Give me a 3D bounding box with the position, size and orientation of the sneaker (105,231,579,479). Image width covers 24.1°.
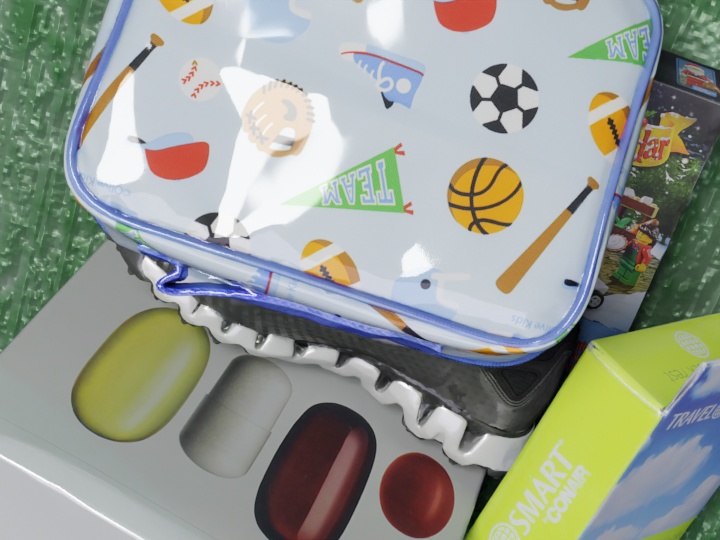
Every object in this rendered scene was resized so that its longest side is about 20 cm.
[{"bbox_3d":[0.000,0.000,0.662,0.199,0.067,0.091,29,117,-10],"label":"sneaker"}]

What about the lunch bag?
[{"bbox_3d":[-0.003,-0.054,0.596,0.199,0.076,0.161,18,85,1],"label":"lunch bag"}]

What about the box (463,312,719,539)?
[{"bbox_3d":[0.103,0.094,0.701,0.048,0.122,0.201,44,120,27],"label":"box"}]

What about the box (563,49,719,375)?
[{"bbox_3d":[0.031,-0.047,0.687,0.199,0.038,0.137,19,120,-1],"label":"box"}]

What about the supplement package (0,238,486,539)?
[{"bbox_3d":[-0.069,0.108,0.686,0.191,0.200,0.147,30,120,0],"label":"supplement package"}]
